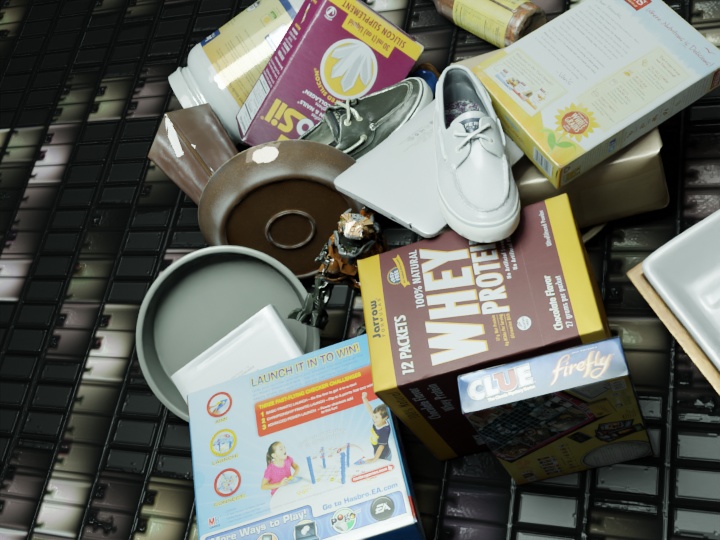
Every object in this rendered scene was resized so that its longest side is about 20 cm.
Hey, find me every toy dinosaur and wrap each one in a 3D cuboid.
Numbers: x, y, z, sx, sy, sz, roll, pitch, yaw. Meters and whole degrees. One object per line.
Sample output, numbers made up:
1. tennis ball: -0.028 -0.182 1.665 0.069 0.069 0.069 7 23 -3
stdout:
1. toy dinosaur: 0.000 0.000 0.950 0.100 0.199 0.139 11 83 26

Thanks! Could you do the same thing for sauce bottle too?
1. sauce bottle: 0.139 -0.331 1.145 0.066 0.066 0.200 -45 55 -5

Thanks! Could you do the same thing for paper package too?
1. paper package: 0.202 -0.143 0.958 0.196 0.104 0.194 -13 59 18

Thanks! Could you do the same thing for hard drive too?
1. hard drive: -0.090 0.157 0.955 0.131 0.027 0.202 -34 81 3

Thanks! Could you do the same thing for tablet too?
1. tablet: 0.083 -0.114 0.886 0.129 0.014 0.199 30 59 34

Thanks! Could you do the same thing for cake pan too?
1. cake pan: -0.141 0.072 1.002 0.196 0.037 0.205 0 100 -2

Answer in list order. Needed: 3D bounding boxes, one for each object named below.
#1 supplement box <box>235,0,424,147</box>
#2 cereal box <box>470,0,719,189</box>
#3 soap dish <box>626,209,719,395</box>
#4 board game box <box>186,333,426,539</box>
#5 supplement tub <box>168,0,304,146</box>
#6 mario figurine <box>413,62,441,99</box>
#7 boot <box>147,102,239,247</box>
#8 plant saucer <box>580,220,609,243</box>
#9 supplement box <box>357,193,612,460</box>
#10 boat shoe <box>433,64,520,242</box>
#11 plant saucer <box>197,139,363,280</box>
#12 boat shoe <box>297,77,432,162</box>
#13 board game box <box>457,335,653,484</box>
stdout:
1. supplement box: -0.040 -0.215 1.068 0.202 0.129 0.103 -57 22 14
2. cereal box: 0.222 -0.183 0.873 0.198 0.040 0.145 -31 60 -9
3. soap dish: 0.363 0.039 0.835 0.156 0.081 0.202 -33 56 5
4. board game box: -0.056 0.181 0.861 0.196 0.056 0.198 -18 52 6
5. supplement tub: -0.129 -0.250 1.171 0.198 0.145 0.145 -34 55 3
6. mario figurine: 0.051 -0.142 1.091 0.123 0.105 0.203 -35 33 48
7. boot: -0.198 -0.075 1.089 0.186 0.064 0.201 -42 99 -15
8. plant saucer: 0.194 -0.096 1.015 0.196 0.030 0.204 -11 59 19
9. supplement box: 0.127 0.062 0.856 0.196 0.198 0.135 -17 57 15
10. boat shoe: 0.100 -0.111 0.819 0.070 0.069 0.202 -5 44 7
11. plant saucer: -0.077 -0.053 1.006 0.197 0.201 0.032 -23 46 10
12. boat shoe: -0.011 -0.147 0.999 0.199 0.064 0.071 -38 45 6
13. board game box: 0.174 0.128 0.799 0.133 0.200 0.035 -16 57 14
